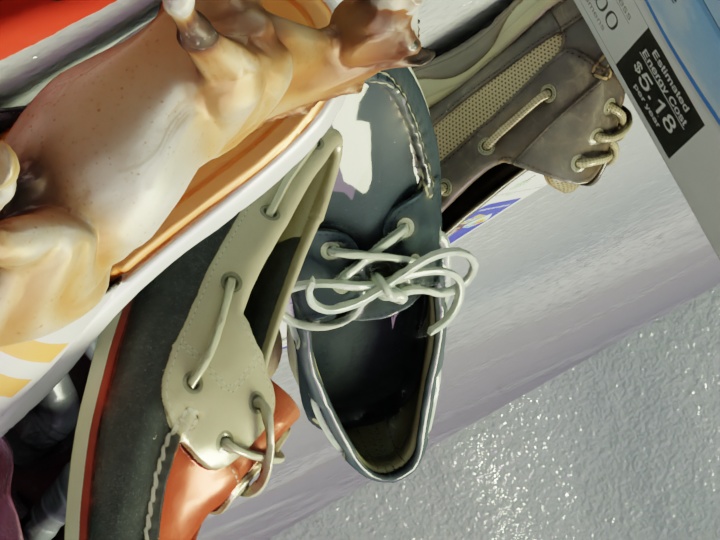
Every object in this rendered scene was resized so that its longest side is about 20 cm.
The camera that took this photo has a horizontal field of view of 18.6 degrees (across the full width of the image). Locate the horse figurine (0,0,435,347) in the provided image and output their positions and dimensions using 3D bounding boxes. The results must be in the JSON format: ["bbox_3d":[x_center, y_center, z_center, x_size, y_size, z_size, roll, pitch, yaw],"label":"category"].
[{"bbox_3d":[-0.063,-0.030,0.527,0.200,0.050,0.133,-44,167,-13],"label":"horse figurine"}]

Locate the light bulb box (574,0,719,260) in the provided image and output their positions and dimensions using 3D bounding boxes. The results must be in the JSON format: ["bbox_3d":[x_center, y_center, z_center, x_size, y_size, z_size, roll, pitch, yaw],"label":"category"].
[{"bbox_3d":[0.183,-0.078,0.683,0.124,0.199,0.200,-26,171,-19],"label":"light bulb box"}]

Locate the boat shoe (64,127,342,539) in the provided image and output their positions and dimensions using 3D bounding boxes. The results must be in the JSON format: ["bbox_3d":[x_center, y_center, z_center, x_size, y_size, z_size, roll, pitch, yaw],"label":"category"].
[{"bbox_3d":[-0.048,0.033,0.670,0.062,0.201,0.071,8,147,1],"label":"boat shoe"}]

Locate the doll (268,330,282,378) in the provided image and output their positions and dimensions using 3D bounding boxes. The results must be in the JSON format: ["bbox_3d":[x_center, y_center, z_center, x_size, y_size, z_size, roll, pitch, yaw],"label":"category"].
[{"bbox_3d":[-0.082,0.035,0.927,0.136,0.049,0.200,-40,-171,-22],"label":"doll"}]

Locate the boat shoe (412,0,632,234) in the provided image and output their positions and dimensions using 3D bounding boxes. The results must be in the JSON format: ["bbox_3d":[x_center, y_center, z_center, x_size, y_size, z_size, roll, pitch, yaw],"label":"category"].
[{"bbox_3d":[0.072,-0.064,0.846,0.200,0.074,0.074,-31,171,22],"label":"boat shoe"}]

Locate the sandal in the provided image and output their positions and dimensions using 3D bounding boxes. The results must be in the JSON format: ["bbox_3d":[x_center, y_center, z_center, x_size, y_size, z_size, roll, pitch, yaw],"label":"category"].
[{"bbox_3d":[-0.096,-0.018,0.616,0.207,0.079,0.059,-41,162,11],"label":"sandal"}]

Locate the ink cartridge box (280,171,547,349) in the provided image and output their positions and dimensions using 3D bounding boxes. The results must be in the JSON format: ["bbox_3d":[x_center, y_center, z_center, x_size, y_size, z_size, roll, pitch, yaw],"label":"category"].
[{"bbox_3d":[0.007,-0.017,1.048,0.200,0.039,0.099,-34,170,30],"label":"ink cartridge box"}]

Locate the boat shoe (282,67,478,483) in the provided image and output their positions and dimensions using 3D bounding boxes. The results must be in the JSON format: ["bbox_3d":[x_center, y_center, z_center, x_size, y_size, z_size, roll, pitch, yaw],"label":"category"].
[{"bbox_3d":[0.000,0.000,0.792,0.075,0.062,0.200,-13,138,-15],"label":"boat shoe"}]

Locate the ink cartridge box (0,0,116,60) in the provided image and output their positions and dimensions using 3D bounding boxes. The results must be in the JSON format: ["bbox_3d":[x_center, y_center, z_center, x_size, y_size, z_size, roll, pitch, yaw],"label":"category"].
[{"bbox_3d":[-0.124,-0.039,0.491,0.173,0.044,0.200,-26,172,0],"label":"ink cartridge box"}]

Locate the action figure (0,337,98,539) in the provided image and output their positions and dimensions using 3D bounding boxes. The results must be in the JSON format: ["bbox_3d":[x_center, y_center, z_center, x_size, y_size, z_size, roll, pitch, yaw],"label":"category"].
[{"bbox_3d":[-0.162,0.079,0.743,0.199,0.149,0.134,-16,-140,37],"label":"action figure"}]
